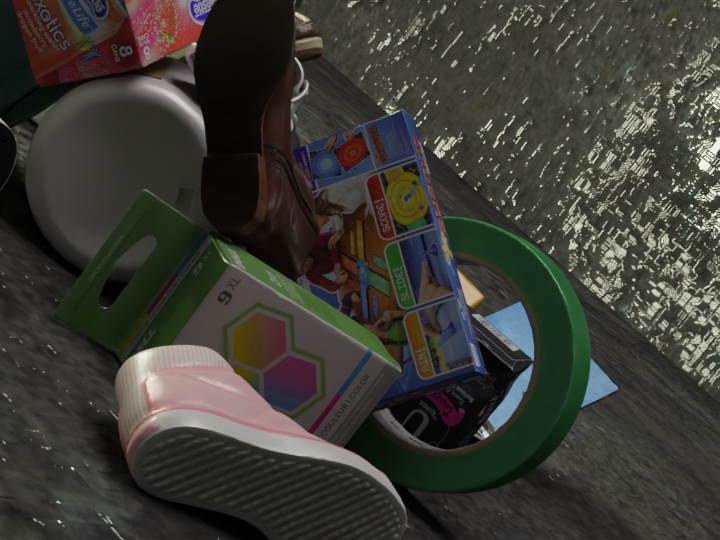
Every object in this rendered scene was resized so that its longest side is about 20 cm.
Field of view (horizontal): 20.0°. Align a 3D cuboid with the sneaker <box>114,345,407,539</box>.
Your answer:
[{"bbox_3d":[-0.061,0.103,1.202,0.200,0.076,0.105,27,19,-35],"label":"sneaker"}]

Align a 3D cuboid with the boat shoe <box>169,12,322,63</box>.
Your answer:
[{"bbox_3d":[-0.102,-0.198,1.599,0.074,0.075,0.202,-18,17,-33],"label":"boat shoe"}]

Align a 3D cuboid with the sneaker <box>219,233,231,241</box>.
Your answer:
[{"bbox_3d":[-0.171,-0.071,1.646,0.201,0.087,0.076,59,28,-9],"label":"sneaker"}]

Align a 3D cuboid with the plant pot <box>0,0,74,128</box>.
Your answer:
[{"bbox_3d":[-0.266,-0.188,1.533,0.135,0.200,0.200,56,9,-1],"label":"plant pot"}]

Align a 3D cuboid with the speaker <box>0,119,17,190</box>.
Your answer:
[{"bbox_3d":[-0.307,-0.119,1.327,0.200,0.081,0.081,44,11,31],"label":"speaker"}]

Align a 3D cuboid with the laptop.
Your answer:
[{"bbox_3d":[0.098,0.066,1.870,0.199,0.116,0.187,32,10,-33],"label":"laptop"}]

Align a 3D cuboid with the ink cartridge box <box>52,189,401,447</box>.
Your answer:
[{"bbox_3d":[-0.083,0.047,1.304,0.199,0.104,0.059,33,9,-28],"label":"ink cartridge box"}]

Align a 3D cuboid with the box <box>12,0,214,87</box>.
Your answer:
[{"bbox_3d":[-0.157,-0.208,1.465,0.200,0.095,0.100,-38,118,-59],"label":"box"}]

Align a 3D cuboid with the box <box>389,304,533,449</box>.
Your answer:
[{"bbox_3d":[0.022,0.055,1.640,0.200,0.115,0.132,41,8,9],"label":"box"}]

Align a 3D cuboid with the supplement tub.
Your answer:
[{"bbox_3d":[-0.161,-0.081,1.492,0.145,0.146,0.200,37,9,-8],"label":"supplement tub"}]

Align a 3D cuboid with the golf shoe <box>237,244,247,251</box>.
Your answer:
[{"bbox_3d":[-0.100,0.036,1.449,0.093,0.072,0.200,63,9,-5],"label":"golf shoe"}]

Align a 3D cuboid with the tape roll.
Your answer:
[{"bbox_3d":[0.067,0.063,1.503,0.200,0.201,0.048,41,9,20],"label":"tape roll"}]

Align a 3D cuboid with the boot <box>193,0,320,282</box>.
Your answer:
[{"bbox_3d":[-0.060,-0.090,1.396,0.064,0.188,0.200,7,-10,13],"label":"boot"}]

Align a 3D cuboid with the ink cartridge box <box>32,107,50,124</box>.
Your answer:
[{"bbox_3d":[-0.227,-0.219,1.733,0.145,0.200,0.085,37,8,-4],"label":"ink cartridge box"}]

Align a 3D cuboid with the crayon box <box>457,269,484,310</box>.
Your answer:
[{"bbox_3d":[0.018,0.016,1.772,0.200,0.051,0.127,45,46,8],"label":"crayon box"}]

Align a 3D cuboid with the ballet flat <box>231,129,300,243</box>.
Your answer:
[{"bbox_3d":[-0.077,-0.063,1.588,0.073,0.073,0.201,33,29,-29],"label":"ballet flat"}]

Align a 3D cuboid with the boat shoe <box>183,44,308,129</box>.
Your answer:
[{"bbox_3d":[-0.069,-0.129,1.486,0.074,0.065,0.200,62,5,8],"label":"boat shoe"}]

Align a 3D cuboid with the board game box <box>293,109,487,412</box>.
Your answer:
[{"bbox_3d":[0.000,0.000,1.486,0.034,0.135,0.201,26,48,-71],"label":"board game box"}]

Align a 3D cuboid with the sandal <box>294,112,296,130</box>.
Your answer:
[{"bbox_3d":[-0.086,-0.099,1.833,0.048,0.202,0.075,4,0,-9],"label":"sandal"}]

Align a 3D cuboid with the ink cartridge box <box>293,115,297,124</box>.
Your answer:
[{"bbox_3d":[-0.143,-0.125,1.775,0.087,0.146,0.200,32,12,-20],"label":"ink cartridge box"}]
